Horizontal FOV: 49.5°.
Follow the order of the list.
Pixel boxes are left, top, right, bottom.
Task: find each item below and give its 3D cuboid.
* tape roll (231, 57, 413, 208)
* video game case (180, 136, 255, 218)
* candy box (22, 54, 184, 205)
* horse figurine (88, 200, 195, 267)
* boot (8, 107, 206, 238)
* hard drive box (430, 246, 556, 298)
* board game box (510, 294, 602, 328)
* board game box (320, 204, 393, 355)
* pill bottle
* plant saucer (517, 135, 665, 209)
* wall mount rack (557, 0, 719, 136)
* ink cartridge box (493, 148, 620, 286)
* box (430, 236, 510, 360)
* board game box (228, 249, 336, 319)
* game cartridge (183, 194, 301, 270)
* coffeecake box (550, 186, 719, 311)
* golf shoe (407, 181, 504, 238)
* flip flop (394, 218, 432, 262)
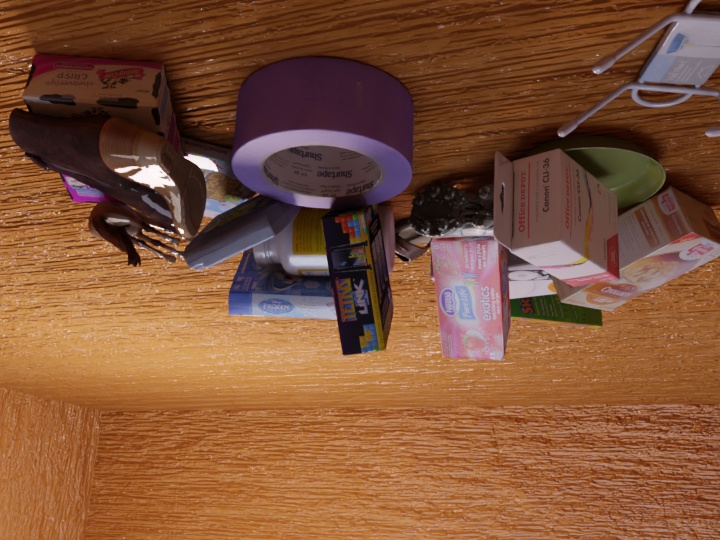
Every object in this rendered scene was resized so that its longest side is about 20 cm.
[{"bbox_3d":[-0.040,-0.145,0.868,0.199,0.085,0.200,2,161,1],"label":"tape roll"},{"bbox_3d":[-0.232,-0.124,1.055,0.182,0.022,0.200,11,160,-26],"label":"video game case"},{"bbox_3d":[-0.277,-0.149,0.879,0.136,0.061,0.200,4,153,-3],"label":"candy box"},{"bbox_3d":[-0.273,-0.048,0.929,0.132,0.050,0.200,23,-176,-6],"label":"horse figurine"},{"bbox_3d":[-0.264,-0.107,0.849,0.166,0.073,0.200,12,158,10],"label":"boot"},{"bbox_3d":[0.234,-0.012,1.247,0.200,0.077,0.156,-8,158,30],"label":"hard drive box"},{"bbox_3d":[0.330,0.045,1.375,0.199,0.096,0.030,8,162,-16],"label":"board game box"},{"bbox_3d":[0.000,0.000,0.990,0.057,0.166,0.200,-7,-171,7],"label":"board game box"},{"bbox_3d":[-0.052,-0.043,1.145,0.199,0.105,0.104,0,162,8],"label":"pill bottle"},{"bbox_3d":[0.277,-0.121,0.984,0.199,0.031,0.200,2,161,1],"label":"plant saucer"},{"bbox_3d":[0.284,-0.181,0.730,0.173,0.075,0.200,3,161,0],"label":"wall mount rack"},{"bbox_3d":[0.235,-0.064,0.926,0.067,0.117,0.200,-12,157,40],"label":"ink cartridge box"},{"bbox_3d":[0.163,0.021,1.131,0.094,0.103,0.200,0,121,16],"label":"box"},{"bbox_3d":[-0.090,0.009,1.213,0.198,0.043,0.200,3,-154,-1],"label":"board game box"},{"bbox_3d":[-0.142,-0.063,1.003,0.133,0.041,0.200,-21,-165,8],"label":"game cartridge"},{"bbox_3d":[0.386,-0.023,1.090,0.200,0.073,0.153,-34,151,34],"label":"coffeecake box"},{"bbox_3d":[0.152,-0.068,1.037,0.097,0.079,0.200,22,170,-40],"label":"golf shoe"},{"bbox_3d":[0.059,-0.041,1.210,0.199,0.058,0.081,-5,161,18],"label":"flip flop"}]
